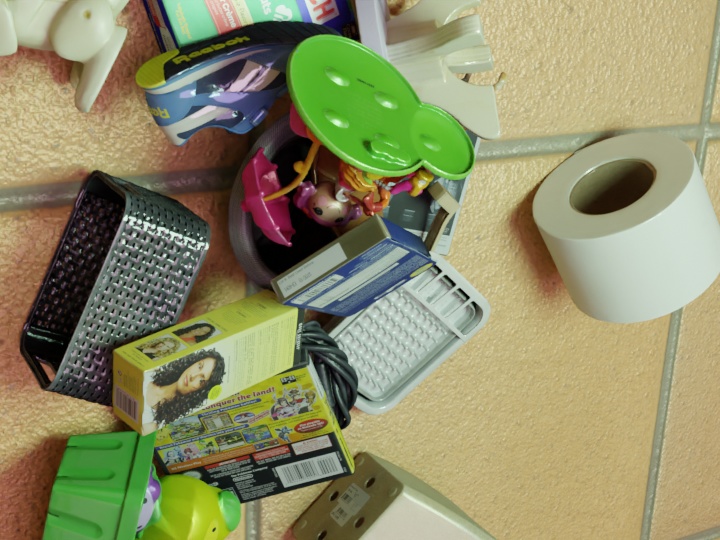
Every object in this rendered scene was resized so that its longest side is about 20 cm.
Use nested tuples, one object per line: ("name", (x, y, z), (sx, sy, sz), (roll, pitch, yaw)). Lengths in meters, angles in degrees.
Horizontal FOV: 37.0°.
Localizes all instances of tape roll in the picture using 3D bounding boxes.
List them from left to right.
("tape roll", (0.328, -0.053, 1.314), (0.203, 0.203, 0.139), (-39, 122, -12))

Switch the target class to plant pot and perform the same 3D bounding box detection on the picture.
("plant pot", (0.036, 0.340, 1.303), (0.200, 0.200, 0.177), (-47, 112, -8))

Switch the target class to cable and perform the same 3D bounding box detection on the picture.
("cable", (-0.082, 0.140, 1.190), (0.163, 0.051, 0.200), (19, 118, -14))

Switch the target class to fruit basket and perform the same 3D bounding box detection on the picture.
("fruit basket", (-0.225, 0.274, 1.129), (0.215, 0.156, 0.216), (-1, 115, -3))

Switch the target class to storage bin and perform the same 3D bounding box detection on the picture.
("storage bin", (-0.240, 0.019, 1.046), (0.094, 0.135, 0.201), (22, 96, -33))

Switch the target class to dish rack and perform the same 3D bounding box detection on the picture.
("dish rack", (0.039, 0.067, 1.253), (0.200, 0.044, 0.172), (-44, 135, 6))

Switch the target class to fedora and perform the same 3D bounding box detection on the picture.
("fedora", (-0.070, -0.077, 1.138), (0.176, 0.090, 0.201), (17, 91, -35))

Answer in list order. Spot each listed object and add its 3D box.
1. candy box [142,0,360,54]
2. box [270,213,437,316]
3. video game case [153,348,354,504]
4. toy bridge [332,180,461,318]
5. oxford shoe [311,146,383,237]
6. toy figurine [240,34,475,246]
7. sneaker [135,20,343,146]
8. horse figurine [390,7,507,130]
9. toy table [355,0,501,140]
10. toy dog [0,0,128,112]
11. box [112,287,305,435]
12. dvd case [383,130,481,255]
("candy box", (-0.106, -0.277, 1.053), (0.200, 0.077, 0.170), (-28, 120, -20))
("box", (0.000, 0.000, 1.081), (0.121, 0.032, 0.200), (-32, 164, 12))
("video game case", (-0.125, 0.181, 1.176), (0.199, 0.026, 0.181), (-15, 127, 6))
("toy bridge", (0.039, -0.011, 1.241), (0.200, 0.027, 0.067), (-45, 134, 8))
("oxford shoe", (-0.006, -0.107, 1.076), (0.071, 0.071, 0.201), (-24, 115, -29))
("toy figurine", (-0.025, -0.093, 1.009), (0.199, 0.151, 0.184), (20, 139, -26))
("sneaker", (-0.107, -0.178, 1.007), (0.199, 0.074, 0.082), (-20, 122, -14))
("horse figurine", (0.081, -0.231, 1.175), (0.132, 0.050, 0.200), (-35, 106, -26))
("toy table", (0.068, -0.216, 1.062), (0.117, 0.184, 0.201), (-9, 100, 10))
("toy dog", (-0.294, -0.251, 0.913), (0.200, 0.140, 0.194), (23, 111, -24))
("box", (-0.141, 0.083, 1.033), (0.200, 0.050, 0.076), (-24, 131, -42))
("dvd case", (0.065, -0.123, 1.241), (0.150, 0.025, 0.201), (8, 104, -33))
